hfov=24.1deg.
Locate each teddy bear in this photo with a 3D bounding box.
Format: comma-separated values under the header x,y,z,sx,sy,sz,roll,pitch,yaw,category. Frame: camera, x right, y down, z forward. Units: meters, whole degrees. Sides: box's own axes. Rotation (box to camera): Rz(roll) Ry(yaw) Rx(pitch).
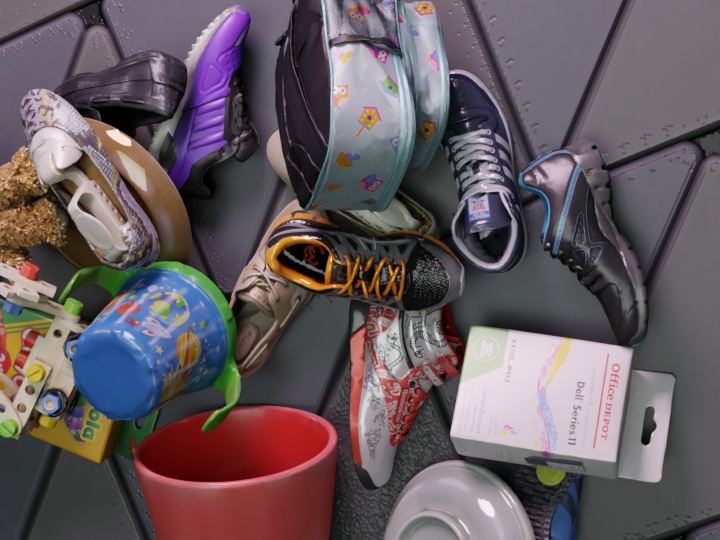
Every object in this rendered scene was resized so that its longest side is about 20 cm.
x,y,z,sx,sy,sz,roll,pitch,yaw,category
-0.367,-0.059,1.684,0.199,0.067,0.146,9,125,36,teddy bear

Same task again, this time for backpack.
x,y,z,sx,sy,sz,roll,pitch,yaw,category
-0.001,-0.153,1.548,0.152,0.176,0.201,9,57,-13,backpack

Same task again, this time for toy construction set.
x,y,z,sx,sy,sz,roll,pitch,yaw,category
-0.337,0.085,1.683,0.131,0.092,0.201,27,113,6,toy construction set

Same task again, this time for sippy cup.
x,y,z,sx,sy,sz,roll,pitch,yaw,category
-0.205,0.076,1.614,0.177,0.130,0.141,9,114,21,sippy cup

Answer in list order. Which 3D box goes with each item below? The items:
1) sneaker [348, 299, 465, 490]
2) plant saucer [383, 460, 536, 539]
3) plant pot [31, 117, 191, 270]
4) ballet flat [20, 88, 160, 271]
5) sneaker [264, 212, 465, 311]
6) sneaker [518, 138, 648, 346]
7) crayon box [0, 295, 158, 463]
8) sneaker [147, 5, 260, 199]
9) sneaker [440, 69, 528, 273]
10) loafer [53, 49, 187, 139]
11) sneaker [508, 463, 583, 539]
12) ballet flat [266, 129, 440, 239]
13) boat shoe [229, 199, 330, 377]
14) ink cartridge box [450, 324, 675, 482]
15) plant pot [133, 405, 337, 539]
x,y,z,sx,sy,sz,roll,pitch,yaw,category
0.047,0.118,1.657,0.107,0.067,0.203,0,95,16,sneaker
0.083,0.286,1.632,0.199,0.050,0.202,-3,85,44,plant saucer
-0.258,-0.058,1.673,0.199,0.028,0.201,18,131,22,plant pot
-0.263,-0.083,1.586,0.072,0.072,0.201,-35,92,15,ballet flat
0.000,0.000,1.592,0.198,0.077,0.079,10,106,13,sneaker
0.213,-0.019,1.591,0.081,0.073,0.201,-19,84,-4,sneaker
-0.304,0.114,1.748,0.199,0.051,0.128,20,101,9,crayon box
-0.136,-0.159,1.666,0.099,0.070,0.201,27,107,1,sneaker
0.110,-0.091,1.591,0.070,0.108,0.201,-16,94,14,sneaker
-0.245,-0.158,1.650,0.200,0.068,0.071,-13,64,44,loafer
0.184,0.234,1.652,0.066,0.078,0.202,9,82,26,sneaker
-0.008,-0.081,1.642,0.199,0.069,0.070,33,104,6,ballet flat
-0.091,0.023,1.677,0.072,0.065,0.201,31,104,7,boat shoe
0.194,0.127,1.601,0.198,0.067,0.118,7,70,12,ink cartridge box
-0.115,0.250,1.662,0.199,0.201,0.179,0,108,13,plant pot
